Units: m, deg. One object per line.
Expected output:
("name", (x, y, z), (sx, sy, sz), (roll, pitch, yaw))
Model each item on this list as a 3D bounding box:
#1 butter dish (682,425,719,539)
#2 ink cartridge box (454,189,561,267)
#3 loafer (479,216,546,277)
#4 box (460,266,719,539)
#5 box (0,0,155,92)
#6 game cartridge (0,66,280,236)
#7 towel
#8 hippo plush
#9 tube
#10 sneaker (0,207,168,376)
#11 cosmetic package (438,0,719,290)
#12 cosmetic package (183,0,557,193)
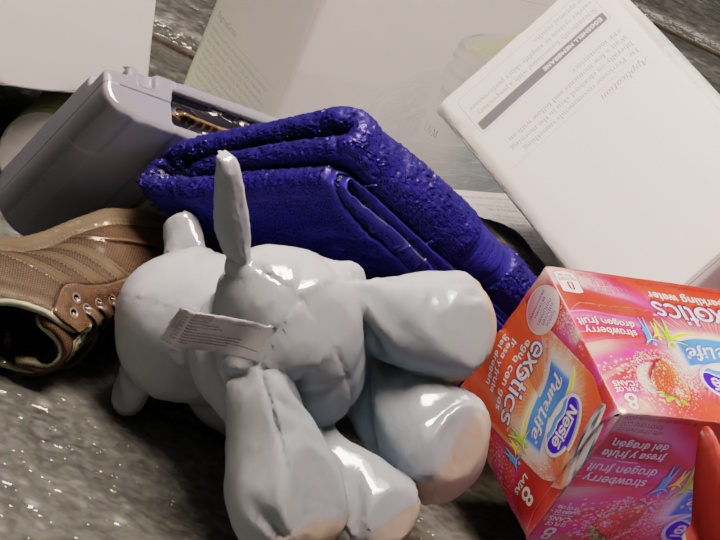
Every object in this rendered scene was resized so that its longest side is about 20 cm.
("butter dish", (0.214, 0.173, 1.145), (0.148, 0.199, 0.200), (-11, 22, 3))
("ink cartridge box", (0.062, 0.036, 1.621), (0.163, 0.057, 0.200), (3, 49, -41))
("loafer", (0.102, 0.042, 1.541), (0.070, 0.068, 0.201), (-10, 50, -38))
("box", (0.161, 0.073, 1.418), (0.200, 0.095, 0.100), (7, 40, -34))
("box", (-0.198, -0.157, 1.625), (0.124, 0.098, 0.200), (5, 7, -20))
("game cartridge", (-0.077, -0.033, 1.496), (0.200, 0.133, 0.041), (18, 55, -28))
("towel", (0.000, 0.000, 1.433), (0.148, 0.050, 0.200), (-11, -40, 37))
("hippo plush", (-0.053, 0.054, 1.348), (0.200, 0.159, 0.161), (24, -14, -36))
("tube", (-0.163, -0.087, 1.667), (0.058, 0.052, 0.200), (50, 14, -6))
("sneaker", (-0.150, 0.021, 1.405), (0.200, 0.070, 0.076), (-6, 51, -43))
("cosmetic package", (0.178, -0.026, 1.594), (0.199, 0.123, 0.200), (39, 13, -52))
("cosmetic package", (0.020, -0.124, 1.726), (0.199, 0.200, 0.123), (8, 24, -32))
